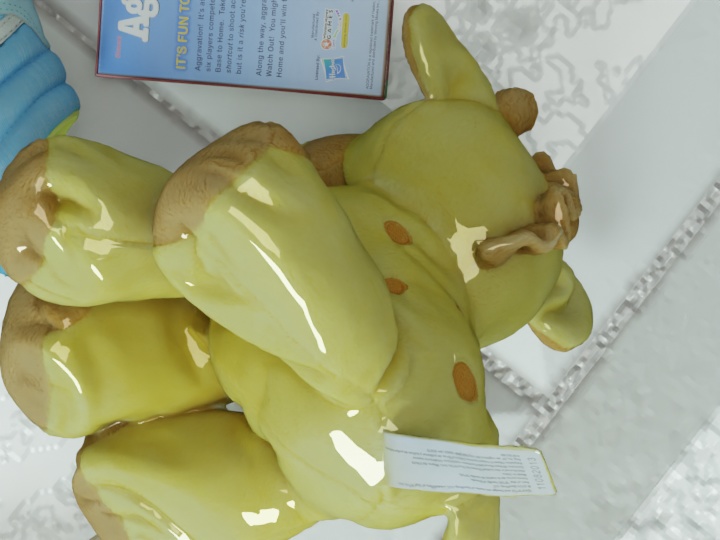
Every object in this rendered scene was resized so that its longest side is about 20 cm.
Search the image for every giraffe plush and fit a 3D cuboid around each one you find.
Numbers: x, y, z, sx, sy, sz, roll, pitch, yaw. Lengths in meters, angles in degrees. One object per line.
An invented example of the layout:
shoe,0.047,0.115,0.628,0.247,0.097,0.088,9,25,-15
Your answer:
giraffe plush,0.000,0.000,0.846,0.199,0.162,0.174,16,131,20

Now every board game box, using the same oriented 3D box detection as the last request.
board game box,-0.034,-0.162,0.878,0.102,0.019,0.202,5,103,-1

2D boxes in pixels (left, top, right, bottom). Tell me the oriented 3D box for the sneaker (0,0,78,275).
sneaker,-0.184,-0.034,0.861,0.199,0.080,0.131,-31,94,0

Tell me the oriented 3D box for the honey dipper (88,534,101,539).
honey dipper,-0.080,0.092,0.909,0.199,0.038,0.038,-36,96,-4
